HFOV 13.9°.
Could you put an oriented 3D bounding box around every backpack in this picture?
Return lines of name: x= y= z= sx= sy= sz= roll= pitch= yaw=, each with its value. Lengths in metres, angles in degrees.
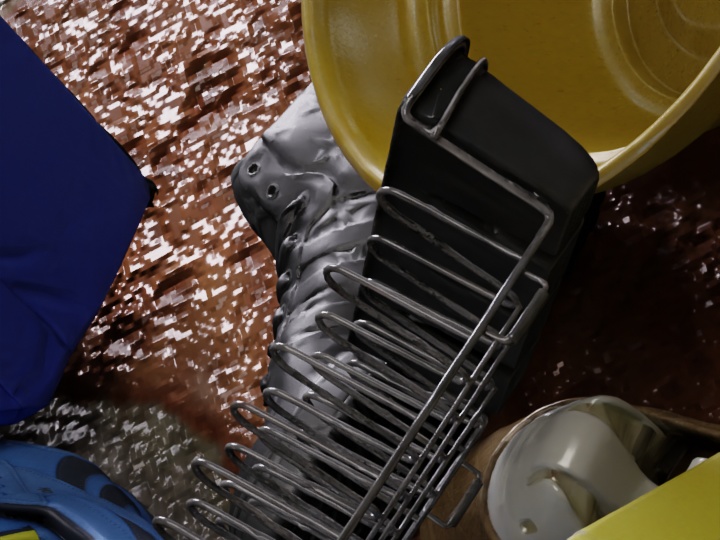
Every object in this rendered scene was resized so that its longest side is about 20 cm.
backpack: x=-0.202 y=-0.017 z=0.916 sx=0.200 sy=0.163 sz=0.168 roll=2 pitch=50 yaw=41

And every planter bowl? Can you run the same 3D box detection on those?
planter bowl: x=0.079 y=-0.099 z=0.813 sx=0.200 sy=0.083 sz=0.201 roll=-23 pitch=58 yaw=44

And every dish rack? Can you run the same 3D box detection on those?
dish rack: x=-0.012 y=0.058 z=0.708 sx=0.054 sy=0.154 sz=0.200 roll=30 pitch=68 yaw=9

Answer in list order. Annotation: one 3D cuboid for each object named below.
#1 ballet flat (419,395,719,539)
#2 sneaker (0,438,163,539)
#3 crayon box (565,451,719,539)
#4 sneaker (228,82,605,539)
ballet flat: x=0.089 y=0.066 z=0.758 sx=0.200 sy=0.072 sz=0.068 roll=15 pitch=70 yaw=37
sneaker: x=-0.096 y=0.080 z=0.839 sx=0.066 sy=0.078 sz=0.200 roll=-51 pitch=34 yaw=-6
crayon box: x=0.137 y=0.071 z=0.634 sx=0.200 sy=0.051 sz=0.127 roll=-25 pitch=34 yaw=-24
sneaker: x=-0.001 y=-0.002 z=0.870 sx=0.104 sy=0.060 sz=0.200 roll=21 pitch=66 yaw=37
